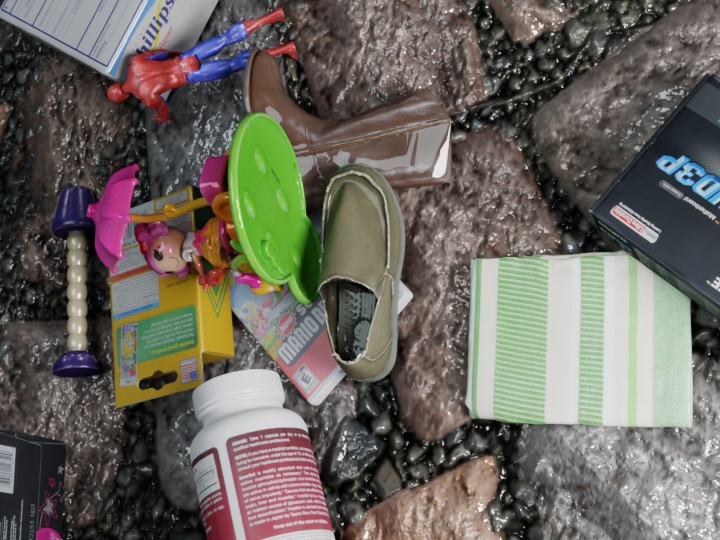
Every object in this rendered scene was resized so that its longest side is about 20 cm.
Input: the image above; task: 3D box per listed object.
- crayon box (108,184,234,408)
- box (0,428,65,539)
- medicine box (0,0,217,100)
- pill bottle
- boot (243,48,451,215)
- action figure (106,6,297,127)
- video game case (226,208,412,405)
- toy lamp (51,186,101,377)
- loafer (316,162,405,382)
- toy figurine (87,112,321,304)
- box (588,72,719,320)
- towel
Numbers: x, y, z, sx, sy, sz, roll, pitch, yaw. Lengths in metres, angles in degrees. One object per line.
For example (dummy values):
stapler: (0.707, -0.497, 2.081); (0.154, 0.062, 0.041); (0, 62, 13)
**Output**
crayon box: (-0.192, 0.030, 1.263); (0.125, 0.051, 0.202); (-16, 72, 34)
box: (-0.386, 0.269, 1.268); (0.114, 0.132, 0.202); (-9, 72, 24)
medicine box: (-0.268, -0.310, 1.377); (0.199, 0.103, 0.183); (29, 92, 30)
pill bottle: (-0.091, 0.198, 1.141); (0.112, 0.113, 0.202); (-24, 67, 21)
boot: (-0.008, -0.152, 1.213); (0.198, 0.064, 0.188); (-15, 78, 20)
action figure: (-0.167, -0.210, 1.317); (0.198, 0.099, 0.066); (-19, 86, -2)
video game case: (-0.058, 0.012, 1.228); (0.143, 0.017, 0.200); (-49, 60, 9)
toy lamp: (-0.300, 0.010, 1.338); (0.058, 0.058, 0.202); (-12, 74, 25)
loafer: (0.000, 0.000, 1.140); (0.074, 0.070, 0.202); (-7, 84, 16)
toy figurine: (-0.152, -0.038, 1.153); (0.182, 0.201, 0.151); (-7, 50, 20)
box: (0.312, -0.046, 1.017); (0.159, 0.046, 0.200); (-48, 60, -2)
towel: (0.186, 0.057, 1.084); (0.198, 0.023, 0.154); (-2, 76, 26)
